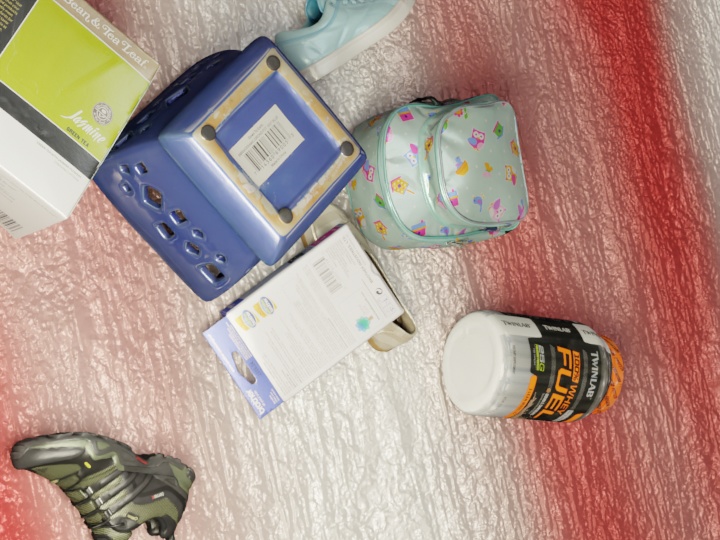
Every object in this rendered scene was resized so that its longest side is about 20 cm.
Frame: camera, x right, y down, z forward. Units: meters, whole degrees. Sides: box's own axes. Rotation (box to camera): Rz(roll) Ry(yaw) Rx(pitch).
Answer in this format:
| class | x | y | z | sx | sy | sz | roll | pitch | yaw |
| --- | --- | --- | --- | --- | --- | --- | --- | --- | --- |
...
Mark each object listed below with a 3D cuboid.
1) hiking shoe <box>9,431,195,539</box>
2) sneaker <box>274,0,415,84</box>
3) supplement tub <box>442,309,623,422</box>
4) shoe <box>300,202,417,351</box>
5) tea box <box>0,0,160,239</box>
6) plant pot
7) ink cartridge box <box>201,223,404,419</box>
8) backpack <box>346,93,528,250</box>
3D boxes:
| class | x | y | z | sx | sy | sz | roll | pitch | yaw |
| --- | --- | --- | --- | --- | --- | --- | --- | --- | --- |
| hiking shoe | -0.253 | 0.219 | 1.535 | 0.199 | 0.075 | 0.102 | 19 | 68 | -32 |
| sneaker | -0.017 | -0.289 | 1.787 | 0.200 | 0.074 | 0.082 | -41 | 108 | -33 |
| supplement tub | 0.206 | 0.115 | 1.843 | 0.199 | 0.122 | 0.124 | 7 | 78 | -33 |
| shoe | 0.000 | 0.000 | 1.761 | 0.070 | 0.053 | 0.201 | -41 | 105 | -33 |
| tea box | -0.337 | -0.174 | 1.508 | 0.200 | 0.133 | 0.198 | 40 | 63 | -23 |
| plant pot | -0.126 | -0.111 | 1.609 | 0.200 | 0.179 | 0.200 | 50 | 60 | -14 |
| ink cartridge box | -0.064 | 0.054 | 1.693 | 0.199 | 0.042 | 0.120 | -37 | 103 | -15 |
| backpack | 0.087 | -0.111 | 1.786 | 0.198 | 0.153 | 0.178 | -9 | 93 | -29 |
